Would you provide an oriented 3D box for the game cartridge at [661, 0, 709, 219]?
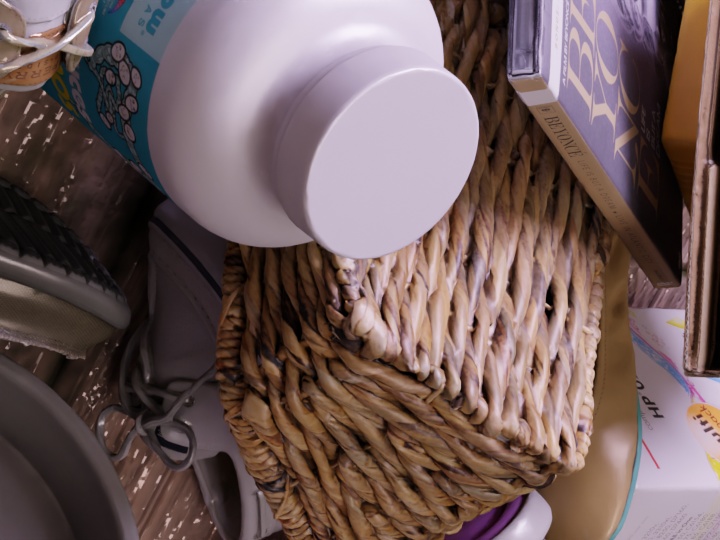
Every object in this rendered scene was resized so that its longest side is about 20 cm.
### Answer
[{"bbox_3d":[0.175,-0.087,1.094,0.200,0.032,0.177,56,43,-61],"label":"game cartridge"}]

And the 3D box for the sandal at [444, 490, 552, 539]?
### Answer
[{"bbox_3d":[-0.003,0.125,1.113,0.050,0.202,0.082,57,34,-12],"label":"sandal"}]

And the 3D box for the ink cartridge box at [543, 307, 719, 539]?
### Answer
[{"bbox_3d":[0.122,0.079,1.188,0.200,0.115,0.068,3,134,-42],"label":"ink cartridge box"}]

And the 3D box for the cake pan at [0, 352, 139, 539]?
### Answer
[{"bbox_3d":[-0.179,0.113,0.919,0.200,0.200,0.037,-22,162,-28],"label":"cake pan"}]

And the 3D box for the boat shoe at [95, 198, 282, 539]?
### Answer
[{"bbox_3d":[-0.069,0.053,1.054,0.086,0.075,0.202,-34,145,-13],"label":"boat shoe"}]

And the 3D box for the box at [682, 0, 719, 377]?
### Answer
[{"bbox_3d":[0.168,-0.047,1.020,0.200,0.021,0.164,-8,101,-68],"label":"box"}]

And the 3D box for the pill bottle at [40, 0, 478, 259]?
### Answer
[{"bbox_3d":[-0.046,-0.080,0.875,0.111,0.200,0.111,-22,130,-29],"label":"pill bottle"}]

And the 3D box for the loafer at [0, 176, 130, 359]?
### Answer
[{"bbox_3d":[-0.175,-0.003,0.923,0.200,0.075,0.070,19,110,-37],"label":"loafer"}]

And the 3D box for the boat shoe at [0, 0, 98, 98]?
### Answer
[{"bbox_3d":[-0.113,-0.092,0.821,0.075,0.069,0.200,-12,169,-38],"label":"boat shoe"}]

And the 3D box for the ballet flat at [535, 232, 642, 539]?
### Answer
[{"bbox_3d":[0.084,0.026,1.111,0.063,0.069,0.200,28,55,-37],"label":"ballet flat"}]

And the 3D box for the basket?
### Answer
[{"bbox_3d":[0.000,0.000,0.990,0.143,0.200,0.149,32,138,-25],"label":"basket"}]

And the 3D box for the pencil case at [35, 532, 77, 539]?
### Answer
[{"bbox_3d":[-0.148,0.168,1.050,0.088,0.088,0.200,-15,127,-33],"label":"pencil case"}]

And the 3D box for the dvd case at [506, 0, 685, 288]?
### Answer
[{"bbox_3d":[0.095,-0.098,0.970,0.200,0.016,0.149,45,44,-59],"label":"dvd case"}]
